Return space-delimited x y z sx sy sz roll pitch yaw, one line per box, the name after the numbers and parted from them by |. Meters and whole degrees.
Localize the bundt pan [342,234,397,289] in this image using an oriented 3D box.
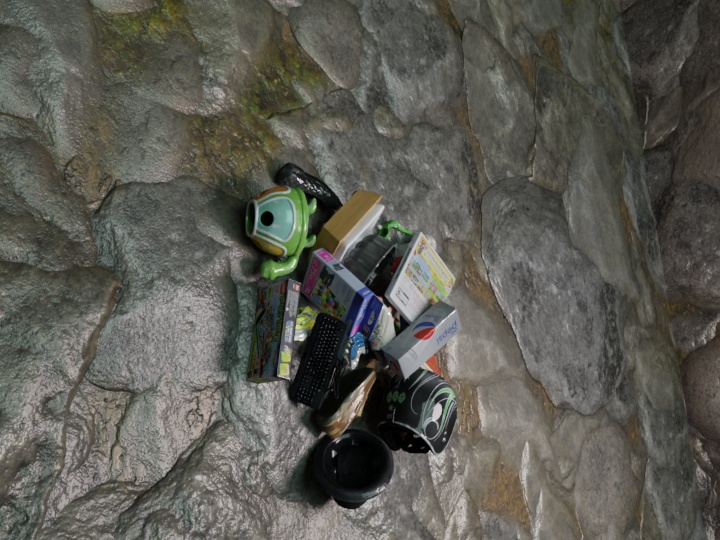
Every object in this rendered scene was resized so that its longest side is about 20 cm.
0.000 0.000 1.615 0.075 0.203 0.202 35 48 8 | bundt pan

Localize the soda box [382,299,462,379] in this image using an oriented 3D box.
0.147 0.161 1.642 0.199 0.063 0.069 -38 128 -21 | soda box

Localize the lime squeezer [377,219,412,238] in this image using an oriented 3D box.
0.071 -0.090 1.818 0.199 0.037 0.072 -37 137 -45 | lime squeezer

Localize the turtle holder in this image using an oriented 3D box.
-0.181 -0.089 1.501 0.129 0.141 0.189 3 117 -29 | turtle holder

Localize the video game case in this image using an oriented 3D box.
0.148 0.039 1.682 0.200 0.023 0.184 48 61 -40 | video game case

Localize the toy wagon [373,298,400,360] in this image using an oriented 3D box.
0.083 0.134 1.758 0.154 0.039 0.204 25 62 -39 | toy wagon

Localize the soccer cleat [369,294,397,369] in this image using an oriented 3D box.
0.045 0.143 1.633 0.078 0.068 0.203 -44 124 -32 | soccer cleat

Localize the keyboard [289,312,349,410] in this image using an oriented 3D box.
-0.077 0.200 1.484 0.102 0.040 0.204 19 97 -1 | keyboard

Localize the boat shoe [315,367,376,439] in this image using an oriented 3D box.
-0.028 0.302 1.583 0.200 0.075 0.075 -43 119 -40 | boat shoe

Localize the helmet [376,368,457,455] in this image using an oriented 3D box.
0.139 0.330 1.659 0.201 0.198 0.192 49 50 -24 | helmet

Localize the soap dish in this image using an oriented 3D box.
-0.038 -0.085 1.617 0.081 0.158 0.200 37 48 4 | soap dish

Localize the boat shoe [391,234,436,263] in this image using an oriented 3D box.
0.160 -0.058 1.859 0.198 0.069 0.073 -15 92 -52 | boat shoe

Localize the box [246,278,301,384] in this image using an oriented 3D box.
-0.179 0.127 1.443 0.034 0.109 0.204 21 64 -38 | box

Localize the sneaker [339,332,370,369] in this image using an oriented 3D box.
-0.035 0.174 1.607 0.200 0.085 0.077 -29 108 -69 | sneaker

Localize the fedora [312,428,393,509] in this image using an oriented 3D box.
-0.019 0.444 1.518 0.199 0.198 0.093 -30 136 -45 | fedora

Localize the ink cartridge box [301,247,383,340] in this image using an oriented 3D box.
-0.043 0.058 1.522 0.199 0.121 0.042 40 41 21 | ink cartridge box

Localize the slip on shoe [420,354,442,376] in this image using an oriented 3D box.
0.169 0.230 1.757 0.062 0.073 0.200 -61 149 -12 | slip on shoe

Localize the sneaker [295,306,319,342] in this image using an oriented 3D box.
-0.104 0.117 1.548 0.198 0.075 0.078 -1 80 -47 | sneaker

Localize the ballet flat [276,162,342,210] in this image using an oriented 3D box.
-0.117 -0.191 1.645 0.198 0.057 0.067 29 17 -38 | ballet flat

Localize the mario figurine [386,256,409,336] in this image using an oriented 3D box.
0.103 0.068 1.734 0.123 0.103 0.205 -17 104 -82 | mario figurine
